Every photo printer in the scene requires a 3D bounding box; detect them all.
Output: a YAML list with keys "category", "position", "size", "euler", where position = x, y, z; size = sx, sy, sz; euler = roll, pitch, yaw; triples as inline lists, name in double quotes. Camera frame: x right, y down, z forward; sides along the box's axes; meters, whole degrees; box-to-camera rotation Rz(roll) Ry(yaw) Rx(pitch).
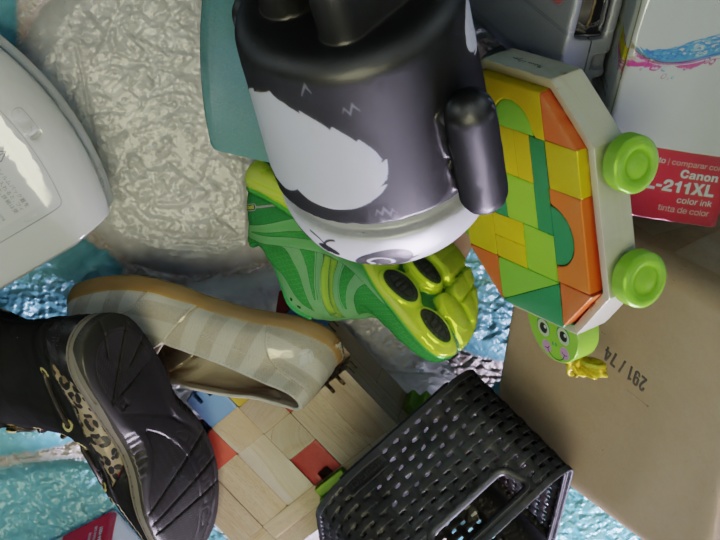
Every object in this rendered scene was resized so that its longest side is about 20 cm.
- category: "photo printer"
  position: [-0.269, -0.058, 1.257]
  size: [0.200, 0.069, 0.166]
  euler: [-30, 112, 18]

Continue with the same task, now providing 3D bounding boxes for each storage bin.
- category: "storage bin"
  position: [0.053, 0.165, 1.282]
  size: [0.135, 0.200, 0.094]
  euler: [-40, 71, -14]

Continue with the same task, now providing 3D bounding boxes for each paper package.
- category: "paper package"
  position: [0.193, 0.060, 1.226]
  size: [0.103, 0.200, 0.191]
  euler: [-16, 127, -37]

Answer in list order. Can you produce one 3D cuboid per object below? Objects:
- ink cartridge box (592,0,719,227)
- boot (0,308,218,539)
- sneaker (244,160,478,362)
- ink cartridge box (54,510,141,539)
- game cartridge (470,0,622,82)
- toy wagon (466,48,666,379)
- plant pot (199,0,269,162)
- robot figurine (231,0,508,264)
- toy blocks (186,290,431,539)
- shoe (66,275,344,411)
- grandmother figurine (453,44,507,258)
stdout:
- category: "ink cartridge box"
  position: [0.184, -0.149, 1.145]
  size: [0.083, 0.146, 0.200]
  euler: [10, 120, -4]
- category: "boot"
  position: [-0.185, 0.103, 1.313]
  size: [0.151, 0.073, 0.200]
  euler: [9, 136, 37]
- category: "sneaker"
  position: [0.000, 0.000, 1.234]
  size: [0.074, 0.200, 0.084]
  euler: [-16, 132, -37]
- category: "ink cartridge box"
  position: [-0.240, 0.281, 1.407]
  size: [0.200, 0.145, 0.083]
  euler: [-29, 117, 17]
- category: "game cartridge"
  position: [0.110, -0.214, 1.120]
  size: [0.041, 0.133, 0.200]
  euler: [-3, 121, -24]
- category: "toy wagon"
  position: [0.110, -0.024, 1.129]
  size: [0.040, 0.155, 0.200]
  euler: [-21, 116, -27]
- category: "plant pot"
  position: [-0.024, -0.164, 1.153]
  size: [0.141, 0.141, 0.200]
  euler: [13, 127, -5]
- category: "robot figurine"
  position: [0.003, -0.094, 1.039]
  size: [0.125, 0.150, 0.200]
  euler: [-13, 133, 2]
- category: "toy blocks"
  position: [-0.055, 0.105, 1.341]
  size: [0.200, 0.100, 0.137]
  euler: [-40, 100, 21]
- category: "shoe"
  position: [-0.110, 0.048, 1.281]
  size: [0.200, 0.053, 0.070]
  euler: [10, 153, 24]
- category: "grandmother figurine"
  position: [0.064, -0.063, 1.239]
  size: [0.121, 0.061, 0.200]
  euler: [39, 125, 11]
